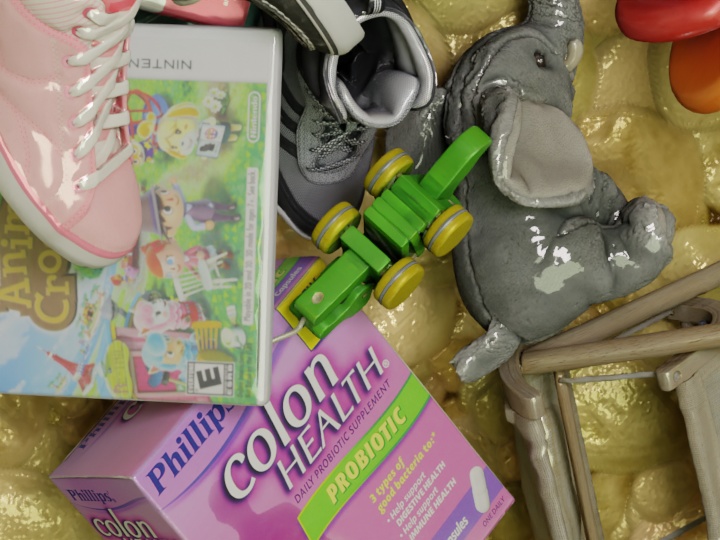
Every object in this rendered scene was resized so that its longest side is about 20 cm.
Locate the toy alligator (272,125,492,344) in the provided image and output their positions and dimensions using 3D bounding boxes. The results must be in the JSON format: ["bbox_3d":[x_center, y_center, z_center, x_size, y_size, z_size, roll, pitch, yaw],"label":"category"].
[{"bbox_3d":[0.000,0.000,1.363,0.059,0.054,0.200,42,85,15],"label":"toy alligator"}]

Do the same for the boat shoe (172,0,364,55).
[{"bbox_3d":[-0.085,-0.170,1.264,0.200,0.071,0.064,42,87,-14],"label":"boat shoe"}]

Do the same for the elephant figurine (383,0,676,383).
[{"bbox_3d":[0.086,-0.071,1.431,0.141,0.155,0.200,-23,108,19],"label":"elephant figurine"}]

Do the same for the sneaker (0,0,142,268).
[{"bbox_3d":[-0.141,-0.098,1.236,0.105,0.075,0.200,-16,108,31],"label":"sneaker"}]

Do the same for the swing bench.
[{"bbox_3d":[0.188,0.118,1.521,0.200,0.130,0.199,-16,112,-8],"label":"swing bench"}]

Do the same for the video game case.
[{"bbox_3d":[-0.135,-0.032,1.317,0.182,0.022,0.200,3,95,6],"label":"video game case"}]

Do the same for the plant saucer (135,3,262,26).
[{"bbox_3d":[-0.076,-0.140,1.405,0.200,0.019,0.070,-31,114,-8],"label":"plant saucer"}]

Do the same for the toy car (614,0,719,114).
[{"bbox_3d":[0.213,-0.183,1.402,0.150,0.175,0.200,-5,109,-15],"label":"toy car"}]

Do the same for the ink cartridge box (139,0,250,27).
[{"bbox_3d":[-0.145,-0.222,1.311,0.200,0.083,0.147,13,98,-20],"label":"ink cartridge box"}]

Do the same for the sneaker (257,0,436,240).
[{"bbox_3d":[-0.011,-0.088,1.378,0.075,0.114,0.200,-13,123,-20],"label":"sneaker"}]

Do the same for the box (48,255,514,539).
[{"bbox_3d":[-0.041,0.124,1.416,0.200,0.097,0.176,51,61,-20],"label":"box"}]
